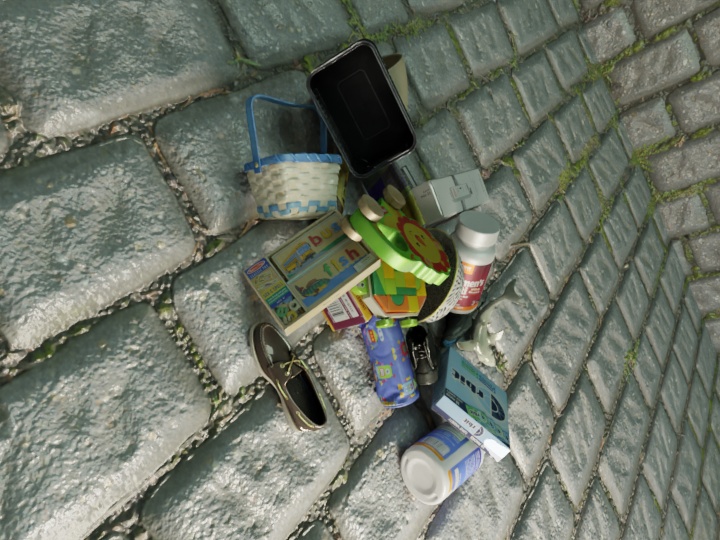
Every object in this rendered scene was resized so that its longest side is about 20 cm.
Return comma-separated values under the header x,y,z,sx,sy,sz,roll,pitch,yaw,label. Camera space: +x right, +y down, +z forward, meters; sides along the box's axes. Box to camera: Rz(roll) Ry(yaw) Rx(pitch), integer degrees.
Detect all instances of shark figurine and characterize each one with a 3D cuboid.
x,y,z,sx,sy,sz,roll,pitch,yaw,label
0.294,0.116,1.312,0.125,0.220,0.090,11,23,-12,shark figurine

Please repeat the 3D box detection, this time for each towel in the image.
x,y,z,sx,sy,sz,roll,pitch,yaw,label
0.060,-0.146,1.110,0.022,0.143,0.204,-21,83,-24,towel

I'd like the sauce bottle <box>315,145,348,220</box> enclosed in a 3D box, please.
x,y,z,sx,sy,sz,roll,pitch,yaw,label
-0.061,-0.139,1.063,0.064,0.064,0.205,25,62,-37,sauce bottle

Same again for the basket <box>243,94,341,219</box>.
x,y,z,sx,sy,sz,roll,pitch,yaw,label
-0.120,-0.192,0.956,0.174,0.137,0.207,-5,97,-47,basket

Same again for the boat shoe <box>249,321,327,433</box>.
x,y,z,sx,sy,sz,roll,pitch,yaw,label
-0.116,0.173,0.906,0.071,0.059,0.204,-31,99,-45,boat shoe

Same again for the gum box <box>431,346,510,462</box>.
x,y,z,sx,sy,sz,roll,pitch,yaw,label
0.230,0.268,1.140,0.169,0.045,0.200,40,24,-3,gum box

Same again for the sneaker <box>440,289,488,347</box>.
x,y,z,sx,sy,sz,roll,pitch,yaw,label
0.224,0.097,1.281,0.081,0.074,0.200,39,48,2,sneaker

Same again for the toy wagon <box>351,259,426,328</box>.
x,y,z,sx,sy,sz,roll,pitch,yaw,label
0.044,0.022,0.984,0.197,0.039,0.160,4,75,-45,toy wagon

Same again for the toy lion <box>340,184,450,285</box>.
x,y,z,sx,sy,sz,roll,pitch,yaw,label
0.077,-0.050,0.956,0.192,0.069,0.199,48,26,4,toy lion

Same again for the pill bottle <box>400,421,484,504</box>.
x,y,z,sx,sy,sz,roll,pitch,yaw,label
0.178,0.368,1.103,0.197,0.111,0.115,-14,87,-47,pill bottle

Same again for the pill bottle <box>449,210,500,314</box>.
x,y,z,sx,sy,sz,roll,pitch,yaw,label
0.227,-0.017,1.185,0.106,0.204,0.111,8,35,-5,pill bottle

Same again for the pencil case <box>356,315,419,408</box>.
x,y,z,sx,sy,sz,roll,pitch,yaw,label
0.049,0.161,1.063,0.078,0.085,0.205,-18,91,-71,pencil case

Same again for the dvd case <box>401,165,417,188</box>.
x,y,z,sx,sy,sz,roll,pitch,yaw,label
0.093,-0.130,1.247,0.151,0.016,0.200,57,45,-15,dvd case

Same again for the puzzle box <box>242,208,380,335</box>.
x,y,z,sx,sy,sz,roll,pitch,yaw,label
-0.080,-0.004,0.916,0.198,0.026,0.133,-36,66,-16,puzzle box

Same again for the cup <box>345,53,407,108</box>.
x,y,z,sx,sy,sz,roll,pitch,yaw,label
0.020,-0.331,1.130,0.201,0.196,0.146,-54,128,-40,cup

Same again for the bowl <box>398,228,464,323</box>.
x,y,z,sx,sy,sz,roll,pitch,yaw,label
0.144,0.027,1.115,0.093,0.198,0.206,26,59,-35,bowl

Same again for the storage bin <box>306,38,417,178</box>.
x,y,z,sx,sy,sz,roll,pitch,yaw,label
0.005,-0.288,0.980,0.203,0.133,0.094,60,14,-19,storage bin

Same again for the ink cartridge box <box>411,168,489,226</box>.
x,y,z,sx,sy,sz,roll,pitch,yaw,label
0.169,-0.147,1.212,0.198,0.145,0.085,-21,89,-45,ink cartridge box

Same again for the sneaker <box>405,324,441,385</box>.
x,y,z,sx,sy,sz,roll,pitch,yaw,label
0.124,0.150,1.089,0.200,0.058,0.107,-68,145,-74,sneaker

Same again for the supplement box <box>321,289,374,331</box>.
x,y,z,sx,sy,sz,roll,pitch,yaw,label
0.000,0.000,1.049,0.133,0.102,0.200,58,45,-13,supplement box
